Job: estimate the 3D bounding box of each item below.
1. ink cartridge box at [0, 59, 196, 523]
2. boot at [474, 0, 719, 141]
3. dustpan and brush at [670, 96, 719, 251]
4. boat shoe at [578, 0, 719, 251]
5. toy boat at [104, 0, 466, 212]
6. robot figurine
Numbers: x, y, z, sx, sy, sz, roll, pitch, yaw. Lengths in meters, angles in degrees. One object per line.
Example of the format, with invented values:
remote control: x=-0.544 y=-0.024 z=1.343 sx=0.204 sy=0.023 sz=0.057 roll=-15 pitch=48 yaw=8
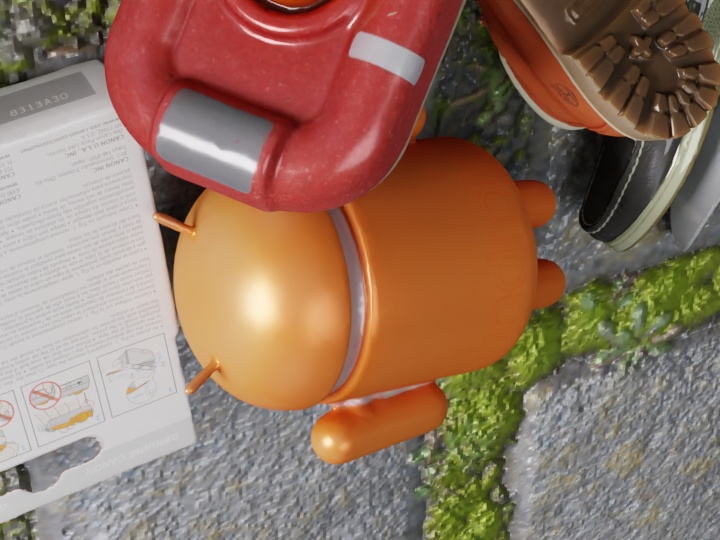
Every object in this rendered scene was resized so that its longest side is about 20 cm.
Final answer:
ink cartridge box: x=-0.165 y=0.021 z=0.726 sx=0.160 sy=0.050 sz=0.201 roll=-21 pitch=132 yaw=-18
boot: x=0.070 y=-0.141 z=0.735 sx=0.075 sy=0.107 sz=0.200 roll=-38 pitch=104 yaw=-12
dustpan and brush: x=0.212 y=-0.079 z=0.823 sx=0.140 sy=0.057 sz=0.200 roll=-43 pitch=152 yaw=-2
boat shoe: x=0.146 y=-0.106 z=0.811 sx=0.066 sy=0.072 sz=0.201 roll=16 pitch=117 yaw=-14
toy boat: x=-0.028 y=-0.127 z=0.618 sx=0.131 sy=0.130 sz=0.201 roll=18 pitch=93 yaw=-76
robot figurine: x=-0.001 y=-0.002 z=0.752 sx=0.199 sy=0.117 sz=0.144 roll=-10 pitch=133 yaw=-33
